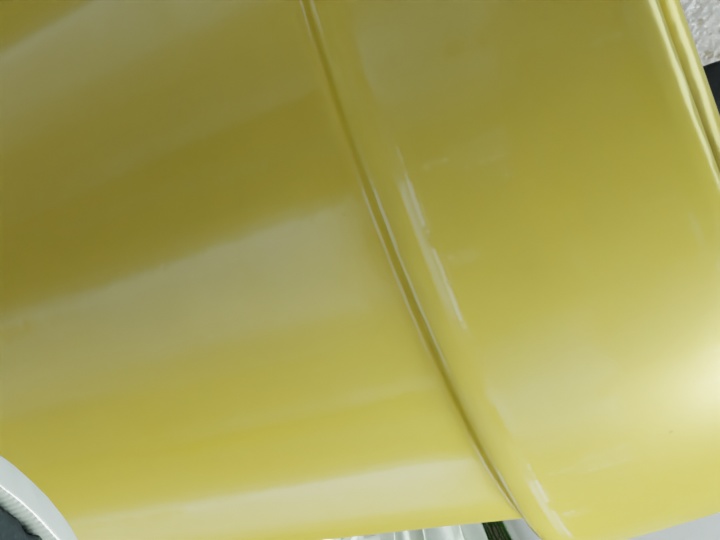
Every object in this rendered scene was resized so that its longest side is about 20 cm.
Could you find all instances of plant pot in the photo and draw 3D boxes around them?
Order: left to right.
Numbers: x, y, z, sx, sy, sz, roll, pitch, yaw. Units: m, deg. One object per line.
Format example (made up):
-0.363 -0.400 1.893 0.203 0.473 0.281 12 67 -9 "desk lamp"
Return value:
-0.014 -0.019 0.608 0.201 0.188 0.202 -20 90 -81 "plant pot"

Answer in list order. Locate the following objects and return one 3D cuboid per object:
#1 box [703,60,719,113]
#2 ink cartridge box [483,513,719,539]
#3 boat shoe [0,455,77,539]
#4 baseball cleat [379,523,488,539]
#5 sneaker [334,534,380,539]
0.094 0.010 1.129 0.106 0.199 0.123 48 24 -66 "box"
0.124 0.117 1.096 0.084 0.144 0.200 61 -11 20 "ink cartridge box"
-0.065 0.092 0.441 0.200 0.075 0.060 59 9 -48 "boat shoe"
-0.007 0.066 0.843 0.106 0.070 0.201 35 -42 43 "baseball cleat"
-0.016 0.058 0.732 0.070 0.093 0.200 -77 146 -73 "sneaker"
